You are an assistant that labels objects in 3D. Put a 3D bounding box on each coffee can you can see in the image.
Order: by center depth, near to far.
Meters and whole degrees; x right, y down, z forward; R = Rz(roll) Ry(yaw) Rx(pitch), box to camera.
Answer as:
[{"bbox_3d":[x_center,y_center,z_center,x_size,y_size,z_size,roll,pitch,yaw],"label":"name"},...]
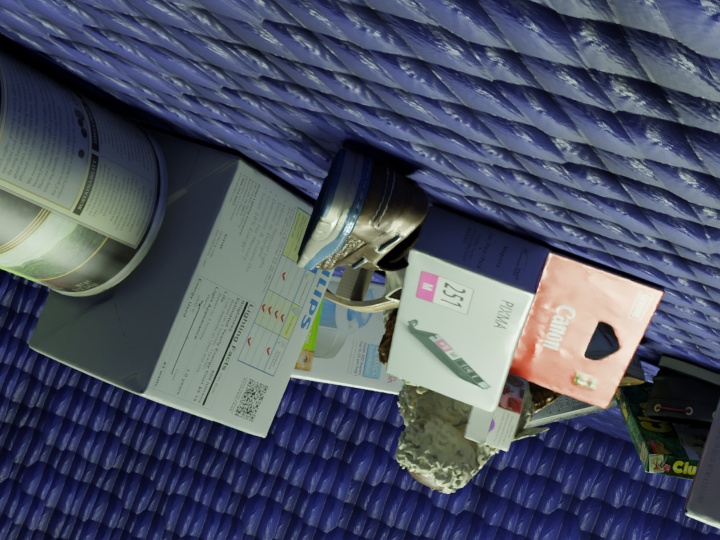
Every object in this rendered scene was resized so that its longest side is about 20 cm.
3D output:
[{"bbox_3d":[-0.255,-0.076,1.196,0.146,0.147,0.200,17,174,35],"label":"coffee can"}]

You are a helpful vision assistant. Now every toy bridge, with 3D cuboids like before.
[{"bbox_3d":[0.000,0.000,1.428,0.199,0.068,0.027,18,175,30],"label":"toy bridge"}]

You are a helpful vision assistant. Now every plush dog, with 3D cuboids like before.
[{"bbox_3d":[0.081,0.079,1.497,0.172,0.160,0.200,56,-170,-11],"label":"plush dog"}]

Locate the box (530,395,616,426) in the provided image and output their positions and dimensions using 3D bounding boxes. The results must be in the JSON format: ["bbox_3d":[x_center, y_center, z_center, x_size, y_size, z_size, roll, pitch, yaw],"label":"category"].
[{"bbox_3d":[0.179,0.146,1.802,0.198,0.049,0.158,-14,171,5],"label":"box"}]

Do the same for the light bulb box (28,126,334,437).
[{"bbox_3d":[-0.134,0.012,1.346,0.124,0.200,0.200,20,174,28],"label":"light bulb box"}]

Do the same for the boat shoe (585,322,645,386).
[{"bbox_3d":[0.208,0.070,1.444,0.073,0.063,0.200,-7,171,11],"label":"boat shoe"}]

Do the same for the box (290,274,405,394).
[{"bbox_3d":[-0.005,0.066,1.720,0.198,0.114,0.101,11,177,-13],"label":"box"}]

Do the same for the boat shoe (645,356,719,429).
[{"bbox_3d":[0.357,0.137,1.489,0.200,0.064,0.074,17,173,23],"label":"boat shoe"}]

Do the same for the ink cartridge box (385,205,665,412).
[{"bbox_3d":[0.113,0.047,1.201,0.172,0.044,0.200,21,151,7],"label":"ink cartridge box"}]

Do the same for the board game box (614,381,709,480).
[{"bbox_3d":[0.304,0.150,1.557,0.104,0.024,0.200,6,-164,-2],"label":"board game box"}]

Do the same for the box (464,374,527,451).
[{"bbox_3d":[0.122,0.080,1.380,0.038,0.042,0.200,18,-152,3],"label":"box"}]

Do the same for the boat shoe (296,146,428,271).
[{"bbox_3d":[0.003,-0.028,1.095,0.072,0.073,0.200,19,175,-3],"label":"boat shoe"}]

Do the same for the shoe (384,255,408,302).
[{"bbox_3d":[0.074,0.007,1.280,0.070,0.054,0.200,23,175,-26],"label":"shoe"}]

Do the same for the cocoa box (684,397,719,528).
[{"bbox_3d":[0.349,0.156,1.291,0.130,0.134,0.200,17,174,23],"label":"cocoa box"}]
